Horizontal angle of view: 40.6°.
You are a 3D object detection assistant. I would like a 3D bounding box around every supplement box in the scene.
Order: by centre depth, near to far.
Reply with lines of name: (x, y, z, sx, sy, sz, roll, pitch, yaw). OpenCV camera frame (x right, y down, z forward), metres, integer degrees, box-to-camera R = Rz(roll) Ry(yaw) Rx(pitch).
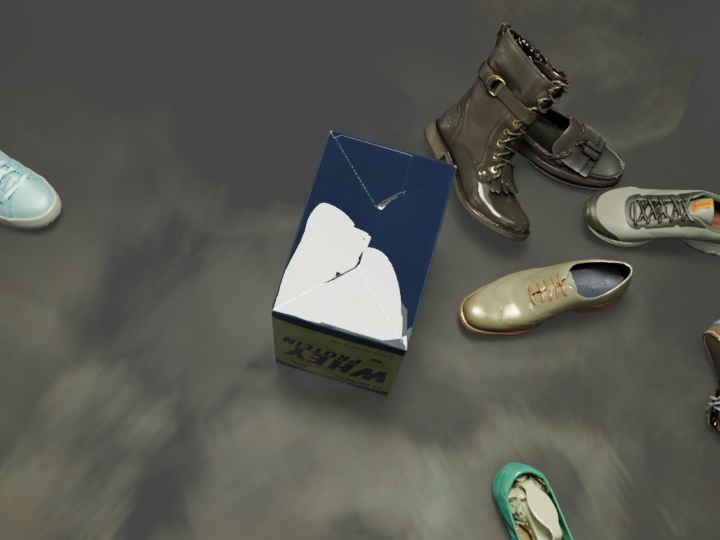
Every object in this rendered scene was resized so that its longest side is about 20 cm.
supplement box: (0.000, 0.000, 1.015, 0.134, 0.200, 0.201, 16, 71, 2)

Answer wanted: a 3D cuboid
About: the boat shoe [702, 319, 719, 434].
boat shoe: (0.419, 0.152, 1.058, 0.072, 0.072, 0.201, -21, 74, -9)

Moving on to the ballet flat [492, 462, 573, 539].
ballet flat: (0.193, 0.291, 0.997, 0.067, 0.070, 0.201, -21, 74, -11)

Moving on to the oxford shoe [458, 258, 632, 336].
oxford shoe: (0.207, 0.021, 1.088, 0.199, 0.074, 0.071, -16, 73, -9)

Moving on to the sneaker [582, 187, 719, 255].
sneaker: (0.358, -0.067, 1.126, 0.199, 0.079, 0.074, 5, 73, -1)

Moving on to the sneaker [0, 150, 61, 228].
sneaker: (-0.430, -0.115, 1.090, 0.199, 0.082, 0.074, 28, 72, 6)

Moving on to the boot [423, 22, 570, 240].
boot: (0.170, -0.154, 1.094, 0.069, 0.174, 0.200, -14, 64, -51)

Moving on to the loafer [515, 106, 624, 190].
loafer: (0.224, -0.159, 1.156, 0.199, 0.063, 0.072, 28, 71, 6)
